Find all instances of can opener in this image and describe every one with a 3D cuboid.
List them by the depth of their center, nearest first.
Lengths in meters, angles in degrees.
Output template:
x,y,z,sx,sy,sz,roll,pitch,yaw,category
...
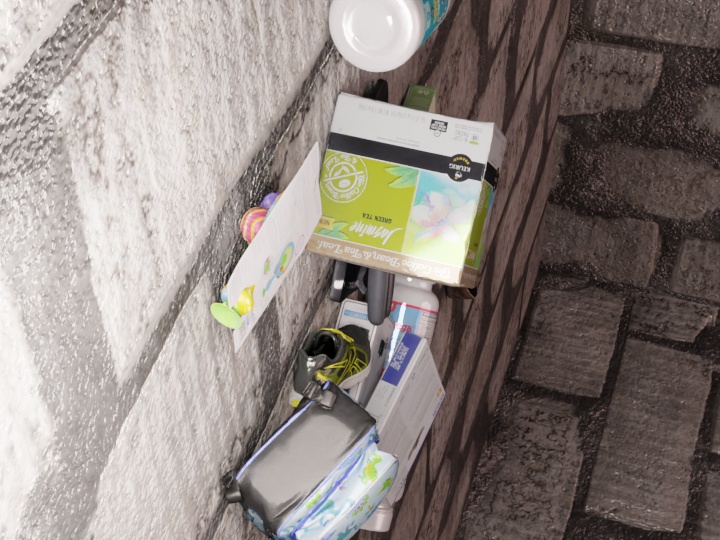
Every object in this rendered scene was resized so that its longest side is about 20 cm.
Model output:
x,y,z,sx,sy,sz,roll,pitch,yaw,category
0.033,-0.024,1.634,0.063,0.078,0.203,-20,123,-62,can opener

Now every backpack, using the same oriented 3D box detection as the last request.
x,y,z,sx,sy,sz,roll,pitch,yaw,category
-0.049,0.244,1.441,0.183,0.147,0.200,-46,169,-11,backpack

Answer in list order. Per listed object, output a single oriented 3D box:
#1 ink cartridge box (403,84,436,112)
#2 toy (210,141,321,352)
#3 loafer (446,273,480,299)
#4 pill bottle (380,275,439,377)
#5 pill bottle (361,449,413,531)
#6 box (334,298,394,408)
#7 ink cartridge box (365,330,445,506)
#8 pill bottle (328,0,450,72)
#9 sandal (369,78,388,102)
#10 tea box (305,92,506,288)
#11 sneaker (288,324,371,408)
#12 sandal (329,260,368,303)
x,y,z,sx,sy,sz,roll,pitch,yaw,category
0.068,-0.155,1.831,0.147,0.047,0.202,87,18,-50,ink cartridge box
-0.099,-0.029,1.252,0.116,0.047,0.202,90,21,-53,toy
0.212,-0.005,2.506,0.201,0.070,0.074,76,30,-62,loafer
0.058,0.085,1.872,0.109,0.107,0.203,20,82,-76,pill bottle
0.020,0.287,1.885,0.113,0.112,0.203,22,81,-76,pill bottle
-0.012,0.153,1.742,0.117,0.059,0.203,50,53,-73,box
0.052,0.215,1.763,0.198,0.043,0.201,-62,158,-20,ink cartridge box
0.042,-0.313,1.442,0.200,0.109,0.112,-57,156,-57,pill bottle
0.025,-0.153,1.645,0.075,0.047,0.204,-42,143,-67,sandal
0.058,-0.094,1.514,0.134,0.197,0.200,6,95,-76,tea box
-0.031,0.109,1.596,0.200,0.073,0.086,-52,151,-62,sneaker
0.000,-0.001,1.692,0.200,0.042,0.077,-29,130,-73,sandal
